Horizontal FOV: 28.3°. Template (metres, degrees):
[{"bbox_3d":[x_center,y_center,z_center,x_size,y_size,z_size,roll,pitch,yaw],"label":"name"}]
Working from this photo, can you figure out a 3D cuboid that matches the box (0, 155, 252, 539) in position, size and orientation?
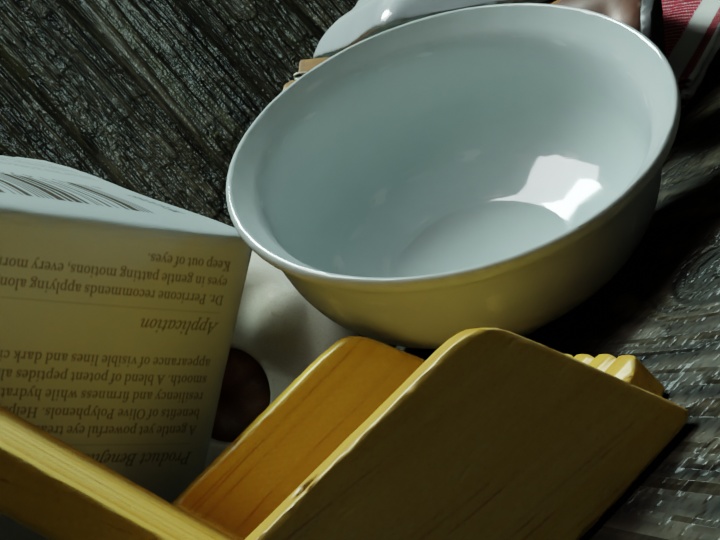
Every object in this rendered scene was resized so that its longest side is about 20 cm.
[{"bbox_3d":[-0.194,0.035,0.640,0.200,0.199,0.171,19,99,47],"label":"box"}]

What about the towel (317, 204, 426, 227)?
[{"bbox_3d":[0.000,0.000,0.799,0.200,0.148,0.037,141,135,-67],"label":"towel"}]

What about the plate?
[{"bbox_3d":[0.081,-0.168,0.865,0.199,0.032,0.200,-13,6,-12],"label":"plate"}]

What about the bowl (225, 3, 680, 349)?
[{"bbox_3d":[0.047,-0.029,0.642,0.201,0.090,0.201,-12,38,10],"label":"bowl"}]

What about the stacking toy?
[{"bbox_3d":[-0.044,0.068,0.788,0.146,0.146,0.200,-43,-14,9],"label":"stacking toy"}]

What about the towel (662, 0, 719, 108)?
[{"bbox_3d":[0.133,-0.132,0.910,0.200,0.023,0.144,-4,33,32],"label":"towel"}]

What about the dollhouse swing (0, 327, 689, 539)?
[{"bbox_3d":[-0.038,0.040,0.483,0.182,0.176,0.200,-45,4,-10],"label":"dollhouse swing"}]

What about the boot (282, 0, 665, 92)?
[{"bbox_3d":[0.056,-0.114,0.766,0.200,0.069,0.188,-7,18,1],"label":"boot"}]
